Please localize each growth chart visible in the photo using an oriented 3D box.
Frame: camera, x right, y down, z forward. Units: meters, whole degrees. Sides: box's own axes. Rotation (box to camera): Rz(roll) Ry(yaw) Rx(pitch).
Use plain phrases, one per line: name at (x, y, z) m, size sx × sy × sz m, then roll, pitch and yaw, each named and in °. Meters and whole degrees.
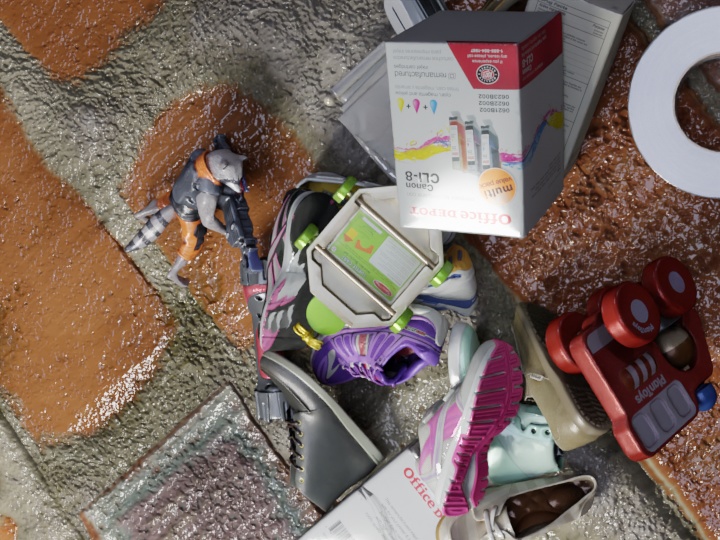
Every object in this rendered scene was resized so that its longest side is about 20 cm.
growth chart at (0.055, -0.170, 1.311) m, size 0.144 × 0.018 × 0.201 m, roll -34°, pitch 82°, yaw -14°

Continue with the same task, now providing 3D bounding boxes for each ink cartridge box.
ink cartridge box at (0.123, -0.154, 1.166) m, size 0.144 × 0.145 × 0.202 m, roll 6°, pitch 117°, yaw 26°
ink cartridge box at (0.042, 0.318, 1.355) m, size 0.200 × 0.083 × 0.146 m, roll -41°, pitch 83°, yaw 16°

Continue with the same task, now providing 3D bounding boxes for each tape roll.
tape roll at (0.389, -0.179, 1.206) m, size 0.198 × 0.066 × 0.203 m, roll 2°, pitch 96°, yaw 17°

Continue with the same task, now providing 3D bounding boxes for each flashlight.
flashlight at (-0.109, 0.084, 1.392) m, size 0.067 × 0.068 × 0.203 m, roll -5°, pitch 92°, yaw 23°

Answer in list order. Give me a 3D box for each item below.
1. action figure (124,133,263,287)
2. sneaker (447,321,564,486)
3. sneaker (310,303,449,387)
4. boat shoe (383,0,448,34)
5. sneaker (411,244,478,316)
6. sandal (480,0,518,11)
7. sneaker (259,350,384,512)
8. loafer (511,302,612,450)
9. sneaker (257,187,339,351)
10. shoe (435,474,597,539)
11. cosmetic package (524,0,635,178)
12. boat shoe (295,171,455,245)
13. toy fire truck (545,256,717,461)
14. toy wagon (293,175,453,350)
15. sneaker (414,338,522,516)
action figure at (-0.196, -0.065, 1.366) m, size 0.194 × 0.104 × 0.201 m, roll -48°, pitch 51°, yaw 33°
sneaker at (0.175, 0.146, 1.300) m, size 0.117 × 0.074 × 0.203 m, roll -13°, pitch 100°, yaw 25°
sneaker at (0.014, 0.101, 1.317) m, size 0.199 × 0.084 × 0.080 m, roll -23°, pitch 132°, yaw 39°
boat shoe at (0.103, -0.247, 1.288) m, size 0.070 × 0.072 × 0.202 m, roll -27°, pitch 87°, yaw -16°
sneaker at (0.043, 0.032, 1.331) m, size 0.198 × 0.076 × 0.089 m, roll -6°, pitch 123°, yaw 25°
sandal at (0.220, -0.331, 1.246) m, size 0.199 × 0.080 × 0.054 m, roll -38°, pitch 99°, yaw 19°
sneaker at (-0.070, 0.193, 1.343) m, size 0.106 × 0.075 × 0.200 m, roll -45°, pitch 102°, yaw -10°
loafer at (0.208, 0.115, 1.247) m, size 0.075 × 0.201 × 0.068 m, roll 19°, pitch 123°, yaw -28°
sneaker at (-0.076, -0.003, 1.322) m, size 0.079 × 0.086 × 0.202 m, roll 12°, pitch 104°, yaw -27°
shoe at (0.178, 0.271, 1.272) m, size 0.198 × 0.053 × 0.071 m, roll -15°, pitch 73°, yaw -15°
cosmetic package at (0.212, -0.210, 1.224) m, size 0.103 × 0.073 × 0.202 m, roll 26°, pitch 122°, yaw 14°
boat shoe at (0.013, -0.073, 1.327) m, size 0.200 × 0.086 × 0.075 m, roll 21°, pitch 101°, yaw 16°
toy fire truck at (0.306, 0.092, 1.199) m, size 0.112 × 0.199 × 0.169 m, roll -34°, pitch 84°, yaw 48°
toy wagon at (0.000, 0.000, 1.253) m, size 0.155 × 0.040 × 0.200 m, roll 40°, pitch 98°, yaw -3°
sneaker at (0.109, 0.164, 1.244) m, size 0.088 × 0.081 × 0.202 m, roll 30°, pitch 103°, yaw 45°
